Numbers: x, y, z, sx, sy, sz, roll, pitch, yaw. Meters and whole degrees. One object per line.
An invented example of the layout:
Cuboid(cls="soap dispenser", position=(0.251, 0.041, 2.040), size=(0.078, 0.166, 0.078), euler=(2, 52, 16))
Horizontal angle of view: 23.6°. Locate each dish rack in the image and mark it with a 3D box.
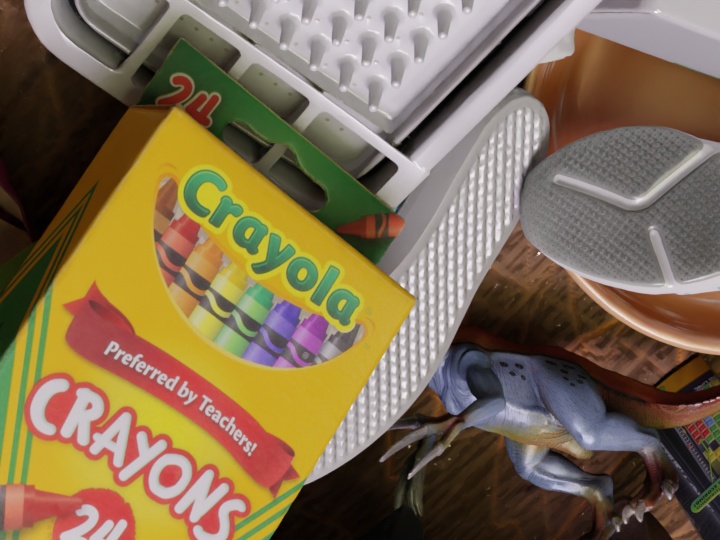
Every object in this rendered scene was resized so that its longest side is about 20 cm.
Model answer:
Cuboid(cls="dish rack", position=(-0.011, -0.121, 0.640), size=(0.171, 0.044, 0.200), euler=(34, 127, -18))

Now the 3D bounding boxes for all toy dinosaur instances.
Cuboid(cls="toy dinosaur", position=(0.060, 0.060, 0.827), size=(0.182, 0.200, 0.105), euler=(46, 142, 3))

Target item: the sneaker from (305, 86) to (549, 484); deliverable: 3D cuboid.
Cuboid(cls="sneaker", position=(0.000, 0.000, 0.744), size=(0.200, 0.082, 0.074), euler=(-53, 137, -11))

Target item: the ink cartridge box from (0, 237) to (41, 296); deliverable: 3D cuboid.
Cuboid(cls="ink cartridge box", position=(-0.097, 0.079, 0.751), size=(0.148, 0.075, 0.201), euler=(-40, 134, -42))

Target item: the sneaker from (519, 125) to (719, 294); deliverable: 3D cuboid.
Cuboid(cls="sneaker", position=(0.167, -0.019, 0.723), size=(0.199, 0.080, 0.071), euler=(0, 78, 13))

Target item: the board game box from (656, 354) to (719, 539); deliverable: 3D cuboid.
Cuboid(cls="board game box", position=(0.236, 0.158, 0.882), size=(0.057, 0.166, 0.200), euler=(-40, 122, 8))

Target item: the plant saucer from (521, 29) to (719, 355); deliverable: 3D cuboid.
Cuboid(cls="plant saucer", position=(0.168, -0.064, 0.776), size=(0.199, 0.037, 0.201), euler=(0, 95, -3))

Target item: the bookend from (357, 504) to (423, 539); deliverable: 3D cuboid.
Cuboid(cls="bookend", position=(0.049, 0.247, 0.761), size=(0.198, 0.201, 0.092), euler=(32, 138, -12))

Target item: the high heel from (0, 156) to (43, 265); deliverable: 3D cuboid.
Cuboid(cls="high heel", position=(-0.165, -0.008, 0.711), size=(0.067, 0.096, 0.201), euler=(-21, 122, -4))

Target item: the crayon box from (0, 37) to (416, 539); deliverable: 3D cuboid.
Cuboid(cls="crayon box", position=(-0.067, 0.030, 0.630), size=(0.127, 0.051, 0.201), euler=(37, 77, -26))

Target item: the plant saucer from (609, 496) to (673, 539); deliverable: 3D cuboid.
Cuboid(cls="plant saucer", position=(0.134, 0.216, 0.862), size=(0.036, 0.201, 0.201), euler=(10, 116, -2))

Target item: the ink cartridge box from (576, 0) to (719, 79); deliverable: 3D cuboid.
Cuboid(cls="ink cartridge box", position=(0.176, -0.178, 0.688), size=(0.145, 0.084, 0.201), euler=(16, 90, -25))

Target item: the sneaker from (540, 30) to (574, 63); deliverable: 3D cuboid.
Cuboid(cls="sneaker", position=(0.005, -0.128, 0.697), size=(0.199, 0.074, 0.116), euler=(1, 102, -18))
